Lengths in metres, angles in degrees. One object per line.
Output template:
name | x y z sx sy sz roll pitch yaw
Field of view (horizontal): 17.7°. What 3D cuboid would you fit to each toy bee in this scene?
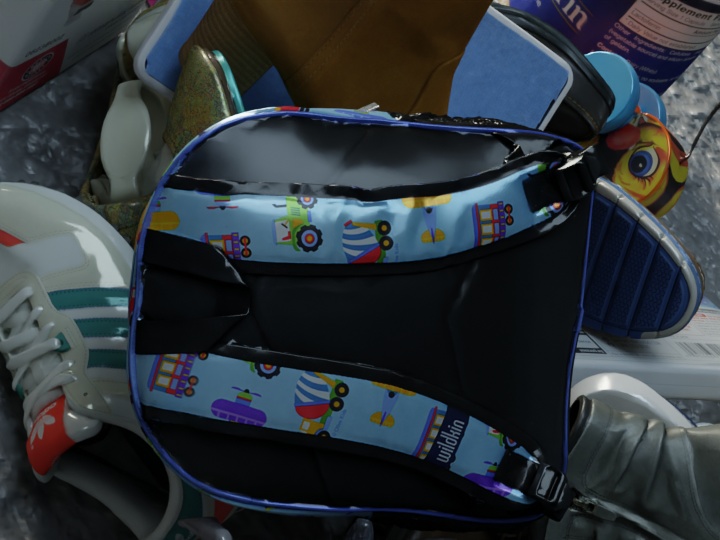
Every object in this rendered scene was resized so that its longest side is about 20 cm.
toy bee | 0.139 -0.068 1.312 0.131 0.200 0.109 24 75 -39

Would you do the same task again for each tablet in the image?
tablet | 0.000 -0.098 1.143 0.200 0.130 0.014 33 -4 -21

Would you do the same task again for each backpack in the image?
backpack | -0.013 0.018 0.985 0.200 0.135 0.183 4 92 -23

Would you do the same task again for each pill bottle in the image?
pill bottle | 0.172 -0.179 1.389 0.116 0.200 0.116 22 42 -22

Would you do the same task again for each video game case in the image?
video game case | 0.109 0.013 1.249 0.200 0.024 0.182 4 28 -36

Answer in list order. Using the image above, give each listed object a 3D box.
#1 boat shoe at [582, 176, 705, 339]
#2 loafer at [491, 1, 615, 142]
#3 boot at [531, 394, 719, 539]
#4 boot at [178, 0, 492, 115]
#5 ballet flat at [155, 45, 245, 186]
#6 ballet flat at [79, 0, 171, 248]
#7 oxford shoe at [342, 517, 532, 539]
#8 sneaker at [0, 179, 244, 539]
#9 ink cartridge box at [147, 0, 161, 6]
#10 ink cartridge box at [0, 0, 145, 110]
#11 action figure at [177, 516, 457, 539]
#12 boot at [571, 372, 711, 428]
boat shoe | 0.109 -0.031 1.220 0.200 0.072 0.072 35 24 31
loafer | 0.043 -0.107 1.202 0.200 0.073 0.072 25 68 -21
boot | 0.141 0.159 1.120 0.131 0.200 0.068 5 11 -2
boot | 0.027 -0.090 1.074 0.201 0.144 0.071 37 37 -16
ballet flat | -0.064 -0.005 1.079 0.071 0.071 0.200 -57 137 -51
ballet flat | -0.101 -0.084 1.158 0.071 0.071 0.200 24 50 -20
oxford shoe | 0.056 0.113 1.128 0.084 0.073 0.200 46 40 3
sneaker | -0.128 0.043 1.043 0.200 0.070 0.093 48 34 4
ink cartridge box | -0.132 -0.252 1.293 0.037 0.095 0.200 -12 62 -44
ink cartridge box | -0.137 -0.185 1.143 0.083 0.200 0.145 44 39 4
action figure | -0.044 0.197 0.931 0.200 0.105 0.194 10 77 -27
boot | 0.163 0.107 1.193 0.200 0.073 0.090 55 25 -29
